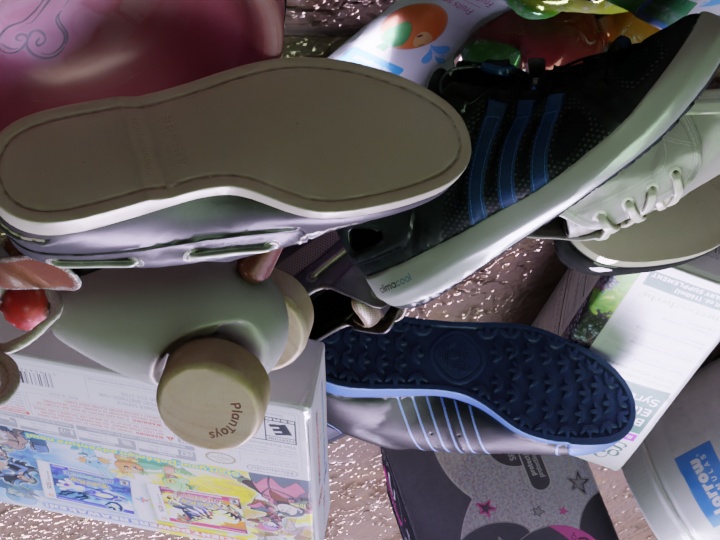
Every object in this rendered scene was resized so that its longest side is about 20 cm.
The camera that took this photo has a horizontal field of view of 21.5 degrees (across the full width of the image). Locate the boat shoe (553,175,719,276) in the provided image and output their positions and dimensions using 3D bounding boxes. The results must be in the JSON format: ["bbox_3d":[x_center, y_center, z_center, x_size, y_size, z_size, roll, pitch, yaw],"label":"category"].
[{"bbox_3d":[0.167,-0.038,0.996,0.201,0.074,0.063,-29,165,-42],"label":"boat shoe"}]

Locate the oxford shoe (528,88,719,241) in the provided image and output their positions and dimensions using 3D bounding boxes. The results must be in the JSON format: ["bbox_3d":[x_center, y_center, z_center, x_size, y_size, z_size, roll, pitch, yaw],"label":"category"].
[{"bbox_3d":[0.126,-0.046,0.893,0.198,0.058,0.075,-10,165,2],"label":"oxford shoe"}]

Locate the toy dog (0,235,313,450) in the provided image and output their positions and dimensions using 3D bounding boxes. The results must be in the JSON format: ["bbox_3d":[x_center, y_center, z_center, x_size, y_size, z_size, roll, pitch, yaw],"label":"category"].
[{"bbox_3d":[-0.108,0.000,0.840,0.198,0.132,0.097,9,123,-17],"label":"toy dog"}]

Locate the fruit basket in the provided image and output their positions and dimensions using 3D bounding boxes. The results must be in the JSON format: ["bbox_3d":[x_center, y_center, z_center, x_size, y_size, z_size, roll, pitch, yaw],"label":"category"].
[{"bbox_3d":[0.107,-0.114,0.865,0.200,0.094,0.185,-41,144,27],"label":"fruit basket"}]

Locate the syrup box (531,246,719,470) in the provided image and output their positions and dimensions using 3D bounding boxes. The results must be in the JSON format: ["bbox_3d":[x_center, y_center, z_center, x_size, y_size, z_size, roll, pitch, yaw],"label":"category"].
[{"bbox_3d":[0.159,0.029,1.120,0.078,0.082,0.201,20,140,-6],"label":"syrup box"}]

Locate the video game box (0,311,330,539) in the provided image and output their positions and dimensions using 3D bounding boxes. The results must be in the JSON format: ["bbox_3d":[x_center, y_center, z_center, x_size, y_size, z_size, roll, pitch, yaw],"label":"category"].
[{"bbox_3d":[-0.115,0.083,1.003,0.198,0.047,0.183,10,146,6],"label":"video game box"}]

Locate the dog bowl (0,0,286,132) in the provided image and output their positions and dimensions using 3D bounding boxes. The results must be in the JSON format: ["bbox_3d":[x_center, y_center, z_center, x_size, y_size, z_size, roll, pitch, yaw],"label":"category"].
[{"bbox_3d":[-0.118,-0.104,0.778,0.198,0.074,0.201,-14,149,-9],"label":"dog bowl"}]

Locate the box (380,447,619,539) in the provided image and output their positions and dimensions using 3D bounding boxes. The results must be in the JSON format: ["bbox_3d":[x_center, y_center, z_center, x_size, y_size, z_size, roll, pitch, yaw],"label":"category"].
[{"bbox_3d":[0.103,0.191,1.252,0.131,0.201,0.115,-17,151,-5],"label":"box"}]

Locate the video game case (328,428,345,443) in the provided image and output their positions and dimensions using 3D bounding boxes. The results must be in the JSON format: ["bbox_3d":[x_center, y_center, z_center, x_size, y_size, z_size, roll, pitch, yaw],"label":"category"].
[{"bbox_3d":[-0.084,0.081,1.139,0.142,0.019,0.200,-25,150,3],"label":"video game case"}]

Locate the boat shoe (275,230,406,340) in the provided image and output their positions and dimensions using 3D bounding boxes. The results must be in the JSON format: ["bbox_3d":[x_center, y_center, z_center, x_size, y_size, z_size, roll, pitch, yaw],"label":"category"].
[{"bbox_3d":[0.000,0.000,1.004,0.199,0.074,0.075,-29,152,8],"label":"boat shoe"}]

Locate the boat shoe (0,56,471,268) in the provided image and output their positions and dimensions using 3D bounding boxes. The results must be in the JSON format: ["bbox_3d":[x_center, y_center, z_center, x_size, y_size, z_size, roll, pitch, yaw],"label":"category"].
[{"bbox_3d":[-0.054,-0.039,0.785,0.198,0.073,0.063,-7,155,-11],"label":"boat shoe"}]

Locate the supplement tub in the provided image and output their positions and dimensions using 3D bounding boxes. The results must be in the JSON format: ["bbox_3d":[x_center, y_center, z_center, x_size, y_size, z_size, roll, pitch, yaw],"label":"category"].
[{"bbox_3d":[0.289,0.111,1.298,0.199,0.133,0.132,-32,147,19],"label":"supplement tub"}]

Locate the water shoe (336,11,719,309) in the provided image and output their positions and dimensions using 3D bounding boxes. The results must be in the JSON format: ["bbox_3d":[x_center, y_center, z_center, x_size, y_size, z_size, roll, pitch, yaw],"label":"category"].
[{"bbox_3d":[0.064,-0.060,0.810,0.200,0.079,0.072,-37,-175,25],"label":"water shoe"}]

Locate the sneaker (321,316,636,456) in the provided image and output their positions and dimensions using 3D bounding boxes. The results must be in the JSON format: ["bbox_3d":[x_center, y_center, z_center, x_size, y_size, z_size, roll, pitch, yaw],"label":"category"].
[{"bbox_3d":[0.055,0.071,1.092,0.198,0.071,0.078,13,153,-4],"label":"sneaker"}]

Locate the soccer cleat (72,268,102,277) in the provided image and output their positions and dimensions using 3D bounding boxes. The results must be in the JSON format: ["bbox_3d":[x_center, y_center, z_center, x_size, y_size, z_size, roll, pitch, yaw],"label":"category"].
[{"bbox_3d":[-0.062,-0.042,0.933,0.199,0.069,0.073,-26,178,-2],"label":"soccer cleat"}]
